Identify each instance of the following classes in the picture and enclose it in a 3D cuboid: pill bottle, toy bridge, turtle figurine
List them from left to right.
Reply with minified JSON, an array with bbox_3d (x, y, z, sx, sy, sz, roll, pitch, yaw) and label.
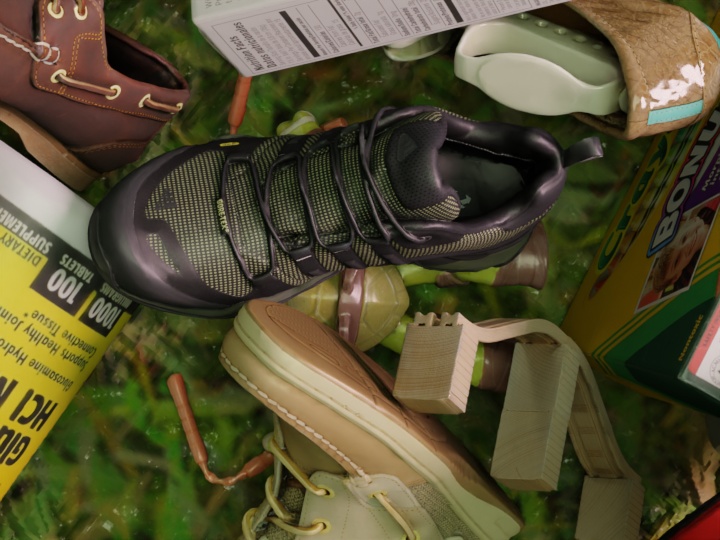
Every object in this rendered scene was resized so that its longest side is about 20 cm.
[{"bbox_3d":[-0.182,0.046,0.758,0.112,0.112,0.201,35,87,-7],"label":"pill bottle"},{"bbox_3d":[0.000,0.000,0.807,0.160,0.064,0.201,4,90,-8],"label":"turtle figurine"},{"bbox_3d":[0.076,0.060,0.780,0.027,0.200,0.068,-1,65,32],"label":"toy bridge"}]

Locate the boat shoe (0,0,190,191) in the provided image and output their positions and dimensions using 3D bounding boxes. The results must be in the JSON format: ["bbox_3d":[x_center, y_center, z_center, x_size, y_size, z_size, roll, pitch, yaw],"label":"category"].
[{"bbox_3d":[-0.133,-0.096,0.727,0.070,0.200,0.071,-32,69,8],"label":"boat shoe"}]

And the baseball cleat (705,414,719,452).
[{"bbox_3d":[0.220,-0.004,0.846,0.200,0.070,0.107,-37,80,-8],"label":"baseball cleat"}]

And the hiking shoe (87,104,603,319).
[{"bbox_3d":[-0.008,-0.035,0.721,0.199,0.101,0.076,-10,74,-23],"label":"hiking shoe"}]

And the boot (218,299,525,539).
[{"bbox_3d":[-0.033,0.109,0.757,0.155,0.073,0.200,-43,141,3],"label":"boot"}]

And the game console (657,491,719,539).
[{"bbox_3d":[0.190,0.072,0.729,0.176,0.200,0.031,-36,78,-1],"label":"game console"}]

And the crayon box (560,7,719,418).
[{"bbox_3d":[0.170,-0.039,0.775,0.058,0.173,0.201,28,87,-11],"label":"crayon box"}]

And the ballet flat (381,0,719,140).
[{"bbox_3d":[0.053,-0.102,0.760,0.199,0.068,0.072,30,45,29],"label":"ballet flat"}]

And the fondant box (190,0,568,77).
[{"bbox_3d":[0.029,-0.173,0.727,0.199,0.058,0.145,-11,70,14],"label":"fondant box"}]
